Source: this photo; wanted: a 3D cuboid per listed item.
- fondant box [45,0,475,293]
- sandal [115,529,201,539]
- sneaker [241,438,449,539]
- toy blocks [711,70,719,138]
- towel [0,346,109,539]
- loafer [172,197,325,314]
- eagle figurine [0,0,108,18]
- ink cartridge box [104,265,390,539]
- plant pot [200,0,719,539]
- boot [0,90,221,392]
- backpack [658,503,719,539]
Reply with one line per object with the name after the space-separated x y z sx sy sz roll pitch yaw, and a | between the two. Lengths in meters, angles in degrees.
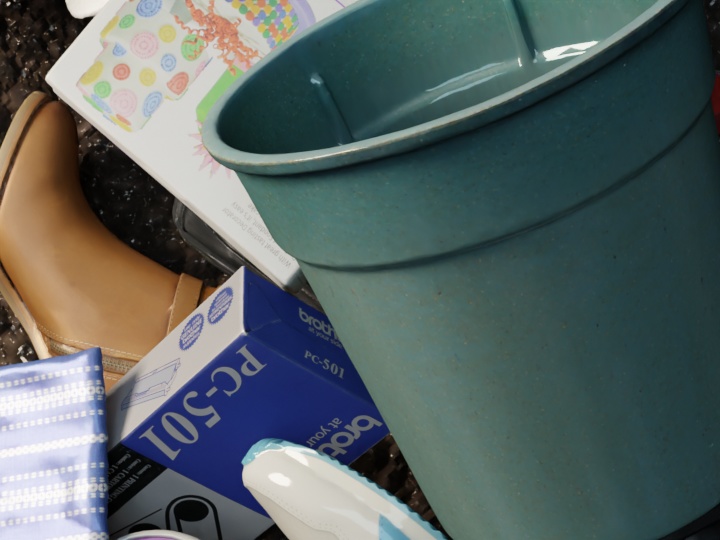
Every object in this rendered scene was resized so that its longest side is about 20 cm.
-0.023 -0.112 0.735 0.144 0.058 0.200 40 86 4 | fondant box
-0.050 0.198 0.677 0.082 0.050 0.204 -30 81 -7 | sandal
0.017 0.153 0.684 0.200 0.077 0.081 45 82 1 | sneaker
0.216 -0.051 0.726 0.198 0.137 0.101 14 100 1 | toy blocks
-0.176 0.141 0.705 0.144 0.024 0.202 -10 70 18 | towel
0.000 0.000 0.786 0.200 0.070 0.068 31 57 -1 | loafer
-0.193 -0.194 0.816 0.151 0.199 0.153 -38 37 40 | eagle figurine
-0.081 0.089 0.753 0.200 0.094 0.044 -41 34 29 | ink cartridge box
0.065 -0.006 0.633 0.199 0.201 0.197 -20 113 6 | plant pot
-0.113 0.012 0.816 0.154 0.077 0.202 3 81 7 | boot
0.177 0.121 0.717 0.199 0.127 0.168 -18 73 -19 | backpack
